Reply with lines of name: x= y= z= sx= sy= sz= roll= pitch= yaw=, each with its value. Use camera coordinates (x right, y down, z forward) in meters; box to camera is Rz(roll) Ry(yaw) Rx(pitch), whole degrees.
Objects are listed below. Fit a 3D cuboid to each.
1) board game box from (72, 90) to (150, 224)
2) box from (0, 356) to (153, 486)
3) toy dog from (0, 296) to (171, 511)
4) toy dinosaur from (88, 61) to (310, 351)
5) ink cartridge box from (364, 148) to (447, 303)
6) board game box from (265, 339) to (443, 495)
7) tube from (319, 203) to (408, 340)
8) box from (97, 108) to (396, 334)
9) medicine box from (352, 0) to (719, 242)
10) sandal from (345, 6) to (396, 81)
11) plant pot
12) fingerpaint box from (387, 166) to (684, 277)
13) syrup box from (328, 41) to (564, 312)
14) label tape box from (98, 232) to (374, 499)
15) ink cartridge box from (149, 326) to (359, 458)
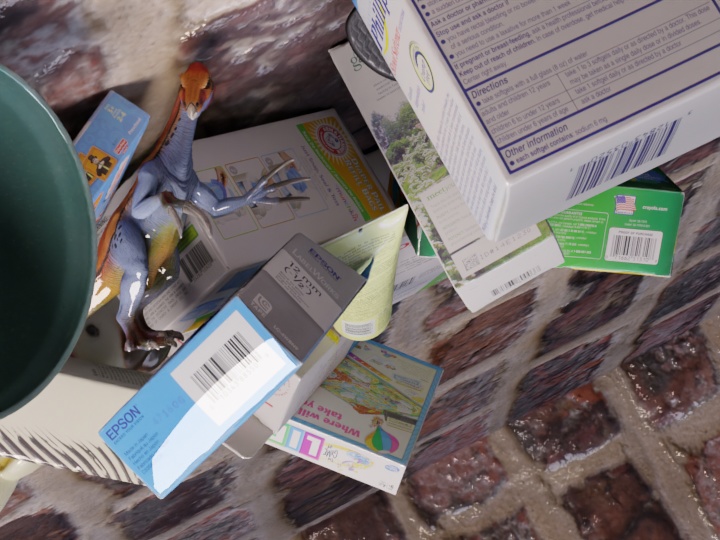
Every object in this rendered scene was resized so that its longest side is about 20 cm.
board game box: x=-0.213 y=-0.002 z=1.198 sx=0.201 sy=0.036 sz=0.151 roll=-59 pitch=-176 yaw=-33
box: x=-0.234 y=0.091 z=1.296 sx=0.198 sy=0.069 sz=0.082 roll=13 pitch=-176 yaw=-14
toy dog: x=-0.233 y=0.071 z=1.422 sx=0.200 sy=0.140 sz=0.194 roll=-36 pitch=177 yaw=29
toy dinosaur: x=-0.139 y=-0.041 z=1.207 sx=0.198 sy=0.183 sz=0.105 roll=0 pitch=-177 yaw=14
ink cartridge box: x=0.048 y=-0.047 z=1.639 sx=0.145 sy=0.084 sz=0.200 roll=-25 pitch=165 yaw=-17
board game box: x=-0.042 y=0.095 z=1.535 sx=0.135 sy=0.199 sz=0.034 roll=-63 pitch=173 yaw=-53
tube: x=0.000 y=0.000 z=1.377 sx=0.200 sy=0.052 sz=0.058 roll=88 pitch=24 yaw=-73
box: x=-0.085 y=-0.035 z=1.368 sx=0.199 sy=0.102 sz=0.112 roll=-19 pitch=164 yaw=-49
medicine box: x=0.117 y=-0.153 z=1.171 sx=0.181 sy=0.201 sz=0.103 roll=-25 pitch=163 yaw=-11
sandal: x=0.080 y=-0.181 z=1.277 sx=0.199 sy=0.077 sz=0.043 roll=-23 pitch=-173 yaw=-20
plant pot: x=-0.262 y=-0.014 z=1.015 sx=0.133 sy=0.202 sz=0.200 roll=-4 pitch=-176 yaw=40
fingerpaint box: x=0.132 y=-0.062 z=1.456 sx=0.198 sy=0.074 sz=0.167 roll=5 pitch=-162 yaw=-8
syrup box: x=0.060 y=-0.081 z=1.311 sx=0.078 sy=0.201 sz=0.081 roll=-29 pitch=163 yaw=4
label tape box: x=-0.076 y=0.050 z=1.248 sx=0.143 sy=0.066 sz=0.200 roll=-44 pitch=-176 yaw=24
ink cartridge box: x=-0.076 y=0.048 z=1.484 sx=0.200 sy=0.115 sz=0.068 roll=-47 pitch=167 yaw=-50
